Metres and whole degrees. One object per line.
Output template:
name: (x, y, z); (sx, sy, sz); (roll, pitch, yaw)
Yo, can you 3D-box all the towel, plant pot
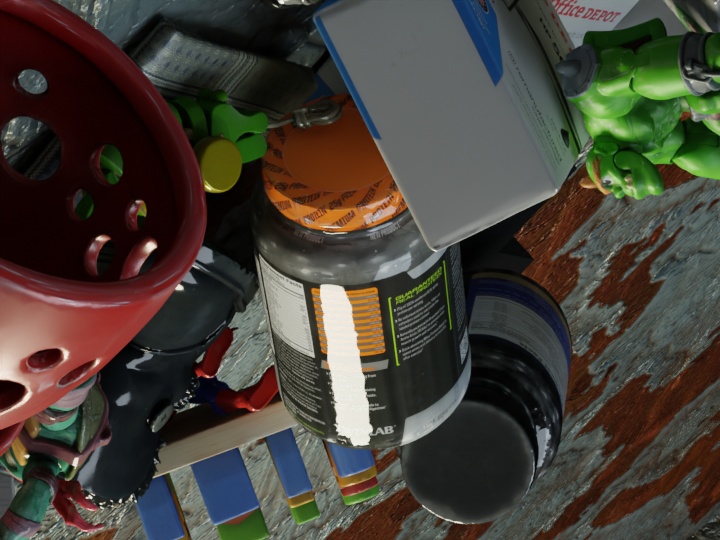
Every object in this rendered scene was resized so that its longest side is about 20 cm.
towel: (-0.129, -0.061, 1.638); (0.193, 0.035, 0.200); (-49, 159, 12)
plant pot: (-0.199, -0.010, 1.318); (0.200, 0.201, 0.183); (-17, 154, -53)

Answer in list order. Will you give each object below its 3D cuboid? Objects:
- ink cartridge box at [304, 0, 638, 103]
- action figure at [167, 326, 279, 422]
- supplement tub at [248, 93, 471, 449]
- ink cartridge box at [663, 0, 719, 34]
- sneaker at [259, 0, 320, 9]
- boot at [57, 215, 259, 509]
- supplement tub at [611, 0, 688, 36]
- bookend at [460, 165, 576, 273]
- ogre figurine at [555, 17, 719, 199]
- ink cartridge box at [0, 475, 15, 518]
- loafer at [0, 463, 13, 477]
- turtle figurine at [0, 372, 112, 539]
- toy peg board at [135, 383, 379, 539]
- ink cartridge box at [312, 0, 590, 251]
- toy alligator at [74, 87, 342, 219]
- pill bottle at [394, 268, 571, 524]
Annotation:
ink cartridge box: (0.063, -0.134, 1.771); (0.200, 0.084, 0.145); (-48, 160, 20)
action figure: (-0.105, 0.050, 1.844); (0.200, 0.065, 0.099); (-16, -141, 60)
supplement tub: (0.000, 0.000, 1.680); (0.122, 0.122, 0.201); (-34, 141, -24)
ink cartridge box: (0.173, -0.224, 1.602); (0.084, 0.200, 0.146); (-39, 162, 0)
sneaker: (-0.041, -0.170, 1.483); (0.200, 0.075, 0.116); (-26, 159, -44)
boot: (-0.132, 0.055, 1.645); (0.169, 0.076, 0.200); (-58, 171, -5)
supplement tub: (0.230, -0.191, 1.891); (0.145, 0.145, 0.200); (-45, 163, 10)
bookend: (0.067, -0.044, 1.979); (0.200, 0.092, 0.199); (-47, 162, 14)
ogre figurine: (0.179, -0.089, 1.557); (0.200, 0.119, 0.099); (-16, 106, -73)
ink cartridge box: (-0.243, 0.235, 1.830); (0.047, 0.201, 0.198); (-2, 150, -14)
loafer: (-0.200, 0.076, 1.749); (0.072, 0.073, 0.200); (-57, 168, 15)
turtle figurine: (-0.187, 0.076, 1.565); (0.100, 0.150, 0.200); (-12, 151, -26)
toy peg board: (-0.069, 0.134, 1.868); (0.199, 0.098, 0.199); (-21, -177, -3)
ink cartridge box: (0.059, -0.114, 1.587); (0.084, 0.147, 0.200); (-25, -170, 18)
toy alligator: (-0.091, -0.074, 1.562); (0.200, 0.059, 0.055); (-30, 115, -34)
pill bottle: (0.077, 0.083, 1.840); (0.112, 0.112, 0.200); (-48, -172, 21)
